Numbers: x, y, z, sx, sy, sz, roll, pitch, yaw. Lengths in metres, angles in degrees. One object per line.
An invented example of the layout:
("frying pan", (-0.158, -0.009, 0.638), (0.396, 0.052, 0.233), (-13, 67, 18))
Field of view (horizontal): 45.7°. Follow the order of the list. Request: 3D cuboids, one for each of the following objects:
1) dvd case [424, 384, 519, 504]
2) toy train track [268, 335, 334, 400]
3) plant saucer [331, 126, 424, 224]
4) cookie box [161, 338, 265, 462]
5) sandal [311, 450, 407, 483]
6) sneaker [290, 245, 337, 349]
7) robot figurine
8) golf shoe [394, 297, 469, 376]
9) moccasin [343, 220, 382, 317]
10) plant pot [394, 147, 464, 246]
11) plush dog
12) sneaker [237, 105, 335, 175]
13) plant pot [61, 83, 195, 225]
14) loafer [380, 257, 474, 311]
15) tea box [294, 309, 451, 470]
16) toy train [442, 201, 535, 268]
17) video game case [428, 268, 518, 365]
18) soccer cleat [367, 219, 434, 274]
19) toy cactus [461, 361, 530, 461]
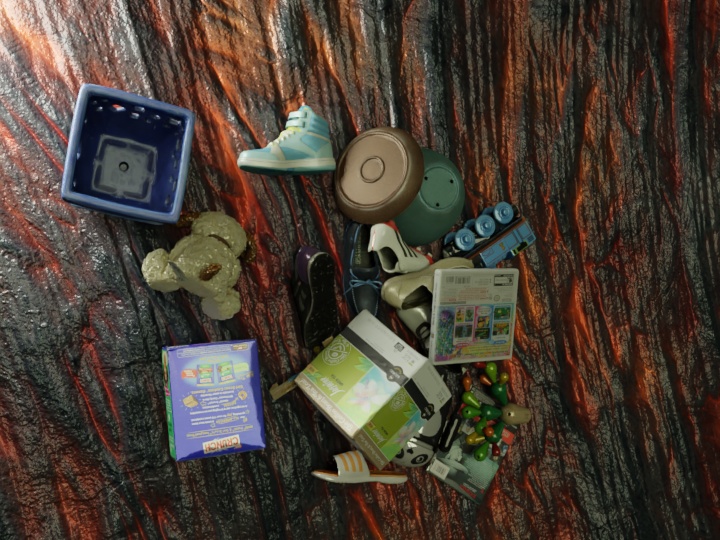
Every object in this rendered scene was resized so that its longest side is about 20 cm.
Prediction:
("dvd case", (0.235, 0.360, 1.770), (0.145, 0.022, 0.202), (33, 76, -15))
("toy train track", (-0.092, 0.181, 1.650), (0.199, 0.033, 0.115), (-33, 139, -13))
("plant saucer", (0.027, -0.191, 1.653), (0.034, 0.198, 0.203), (33, 72, -60))
("cookie box", (-0.271, 0.235, 1.571), (0.169, 0.075, 0.203), (-4, 88, -20))
("sandal", (-0.002, 0.380, 1.662), (0.204, 0.079, 0.060), (8, 83, -27))
("sneaker", (-0.096, 0.050, 1.653), (0.075, 0.087, 0.203), (-11, 114, -38))
("robot figurine", (0.107, 0.283, 1.673), (0.125, 0.149, 0.202), (35, 73, -52))
("golf shoe", (0.148, 0.131, 1.706), (0.199, 0.095, 0.078), (38, 120, -11))
("moccasin", (0.000, 0.000, 1.682), (0.079, 0.068, 0.203), (-10, 90, -19))
("plant pot", (0.130, -0.155, 1.703), (0.197, 0.135, 0.203), (1, 86, -19))
("plush dog", (-0.276, -0.034, 1.562), (0.198, 0.160, 0.173), (27, 52, -18))
("sneaker", (-0.145, -0.252, 1.643), (0.197, 0.079, 0.133), (-3, 89, -28))
("plant pot", (-0.407, -0.188, 1.492), (0.197, 0.180, 0.203), (11, 83, -17))
("loafer", (0.140, 0.035, 1.673), (0.197, 0.069, 0.076), (-19, 136, -13))
("tea box", (0.021, 0.218, 1.582), (0.197, 0.199, 0.134), (-45, 134, -10))
("toy train", (0.262, -0.058, 1.766), (0.199, 0.087, 0.115), (-34, 94, -18))
("video game case", (0.224, 0.088, 1.678), (0.198, 0.024, 0.185), (-1, 99, -31))
("soccer cleat", (0.083, -0.019, 1.690), (0.200, 0.068, 0.086), (44, 54, -36))
("toy cactus", (0.281, 0.286, 1.740), (0.163, 0.102, 0.203), (9, 75, -29))
